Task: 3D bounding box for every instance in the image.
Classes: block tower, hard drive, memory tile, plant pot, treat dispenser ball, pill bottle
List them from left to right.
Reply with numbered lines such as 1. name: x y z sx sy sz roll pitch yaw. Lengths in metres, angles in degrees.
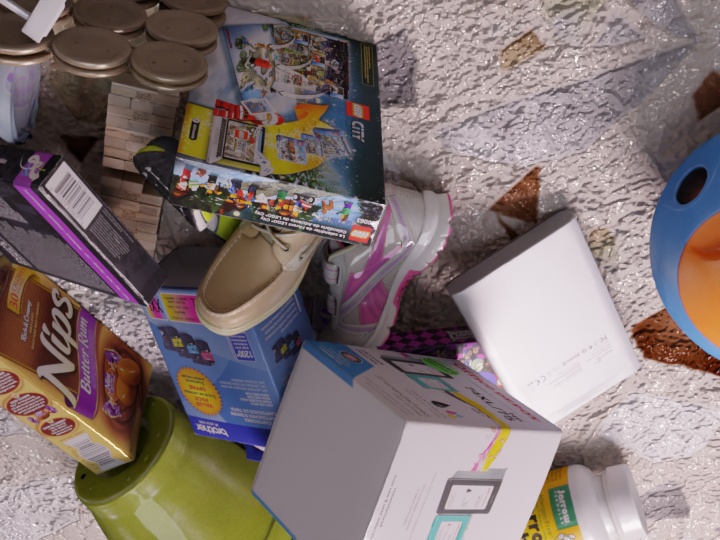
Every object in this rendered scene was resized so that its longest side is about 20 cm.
1. memory tile: -0.192 -0.172 0.643 0.196 0.155 0.017 9 129 -7
2. block tower: -0.184 -0.089 0.791 0.057 0.055 0.202 11 132 -12
3. plant pot: -0.195 0.243 1.017 0.198 0.202 0.194 -23 126 20
4. hard drive: 0.178 0.055 0.912 0.131 0.026 0.201 -32 122 1
5. pill bottle: 0.228 0.294 1.124 0.197 0.114 0.113 -19 132 18
6. treat dispenser ball: 0.333 -0.019 0.763 0.197 0.203 0.203 0 134 0

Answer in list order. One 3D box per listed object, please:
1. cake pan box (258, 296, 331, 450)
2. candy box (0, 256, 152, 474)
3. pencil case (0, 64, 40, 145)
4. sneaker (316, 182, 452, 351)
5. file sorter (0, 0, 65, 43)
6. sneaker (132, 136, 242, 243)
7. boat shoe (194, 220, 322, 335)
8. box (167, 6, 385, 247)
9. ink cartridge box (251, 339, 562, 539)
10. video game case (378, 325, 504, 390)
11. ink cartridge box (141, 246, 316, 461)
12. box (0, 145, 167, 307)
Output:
1. cake pan box: -0.048 0.136 1.013 0.183 0.053 0.199 34 124 -27
2. candy box: -0.290 0.092 0.920 0.056 0.118 0.200 -24 131 23
3. pencil case: -0.341 -0.148 0.713 0.196 0.085 0.091 8 175 -10
4. sneaker: 0.000 0.000 0.860 0.087 0.082 0.202 25 112 -14
5. file sorter: -0.177 -0.272 0.559 0.124 0.140 0.200 32 126 -24
6. sneaker: -0.113 -0.079 0.740 0.074 0.200 0.081 43 91 3
7. boat shoe: -0.060 -0.037 0.760 0.072 0.200 0.065 37 162 18
8. box: -0.054 -0.109 0.671 0.134 0.202 0.038 13 131 -12
9. ink cartridge box: 0.041 0.164 0.820 0.198 0.146 0.148 11 104 -42
10. video game case: 0.100 0.140 0.974 0.196 0.036 0.184 -4 119 -13
11. ink cartridge box: -0.106 0.083 0.874 0.135 0.076 0.203 2 123 35
12. box: -0.263 -0.044 0.770 0.197 0.036 0.144 12 150 36
